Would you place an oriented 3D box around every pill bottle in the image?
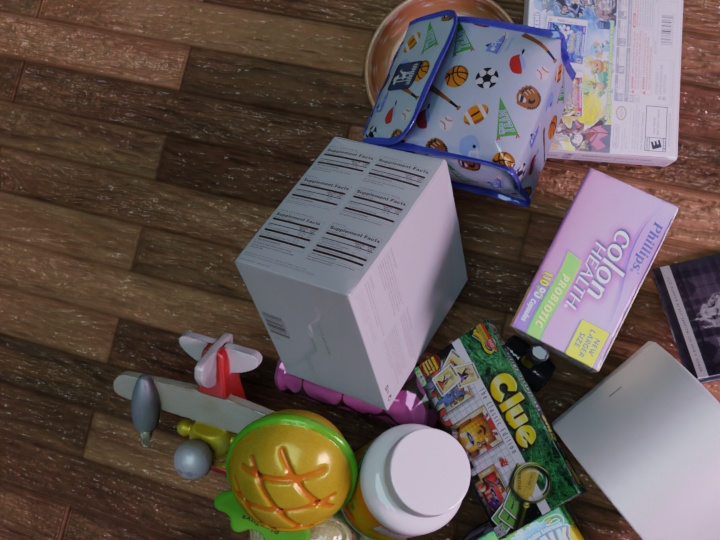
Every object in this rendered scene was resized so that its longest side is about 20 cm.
[{"bbox_3d":[0.046,0.224,0.935,0.110,0.200,0.112,4,70,-11],"label":"pill bottle"}]

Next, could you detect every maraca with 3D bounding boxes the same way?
[{"bbox_3d":[-0.080,0.223,0.923,0.136,0.107,0.201,26,125,-3],"label":"maraca"}]

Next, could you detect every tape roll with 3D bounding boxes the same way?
[{"bbox_3d":[0.313,0.192,0.906,0.139,0.203,0.203,-40,76,5],"label":"tape roll"}]

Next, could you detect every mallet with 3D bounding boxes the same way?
[{"bbox_3d":[0.176,0.089,0.952,0.066,0.200,0.041,37,86,18],"label":"mallet"}]

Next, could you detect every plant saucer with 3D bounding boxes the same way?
[{"bbox_3d":[0.104,-0.248,1.095,0.198,0.037,0.203,-2,82,14],"label":"plant saucer"}]

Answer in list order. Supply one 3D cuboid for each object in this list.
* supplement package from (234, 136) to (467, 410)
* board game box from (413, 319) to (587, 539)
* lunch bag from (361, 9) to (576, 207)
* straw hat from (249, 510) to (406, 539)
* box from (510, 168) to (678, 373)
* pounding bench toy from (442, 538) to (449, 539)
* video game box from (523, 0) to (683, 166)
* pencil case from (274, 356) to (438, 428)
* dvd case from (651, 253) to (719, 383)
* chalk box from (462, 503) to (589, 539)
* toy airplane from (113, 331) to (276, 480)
[{"bbox_3d":[0.000,0.000,0.958,0.146,0.192,0.201,16,54,29],"label":"supplement package"},{"bbox_3d":[0.141,0.163,0.920,0.104,0.023,0.201,-36,65,20],"label":"board game box"},{"bbox_3d":[0.111,-0.184,0.970,0.198,0.124,0.171,19,80,26],"label":"lunch bag"},{"bbox_3d":[-0.050,0.310,1.034,0.199,0.085,0.204,-2,83,13],"label":"straw hat"},{"bbox_3d":[0.247,0.010,0.945,0.096,0.200,0.177,27,90,14],"label":"box"},{"bbox_3d":[0.051,0.399,0.987,0.155,0.200,0.125,-24,74,-24],"label":"pounding bench toy"},{"bbox_3d":[0.278,-0.228,1.032,0.180,0.047,0.202,5,84,-1],"label":"video game box"},{"bbox_3d":[0.003,0.136,1.043,0.198,0.094,0.092,16,86,16],"label":"pencil case"},{"bbox_3d":[0.436,0.038,0.959,0.198,0.016,0.150,-14,52,11],"label":"dvd case"},{"bbox_3d":[0.190,0.313,0.958,0.123,0.125,0.201,-31,78,8],"label":"chalk box"},{"bbox_3d":[-0.168,0.169,1.008,0.199,0.199,0.142,-24,31,45],"label":"toy airplane"}]
